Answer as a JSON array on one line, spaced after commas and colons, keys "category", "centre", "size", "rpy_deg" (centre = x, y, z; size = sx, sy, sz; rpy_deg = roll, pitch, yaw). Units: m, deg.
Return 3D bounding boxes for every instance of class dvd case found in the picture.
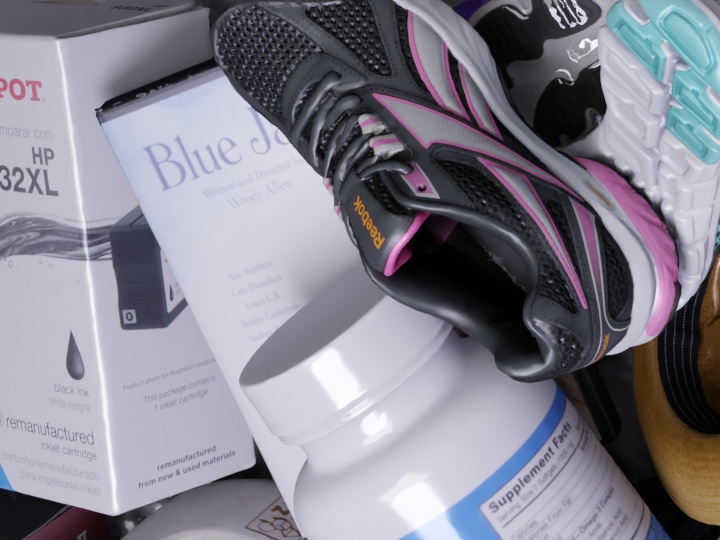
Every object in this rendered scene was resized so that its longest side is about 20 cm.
[{"category": "dvd case", "centre": [0.000, 0.000, 1.168], "size": [0.142, 0.018, 0.201], "rpy_deg": [-20, 106, 20]}]

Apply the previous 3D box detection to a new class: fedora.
[{"category": "fedora", "centre": [0.178, 0.010, 1.127], "size": [0.082, 0.201, 0.201], "rpy_deg": [14, 116, -21]}]

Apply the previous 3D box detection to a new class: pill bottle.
[{"category": "pill bottle", "centre": [0.044, 0.096, 1.126], "size": [0.112, 0.112, 0.200], "rpy_deg": [-31, 103, 28]}]

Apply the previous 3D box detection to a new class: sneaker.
[{"category": "sneaker", "centre": [0.020, -0.036, 1.066], "size": [0.200, 0.086, 0.081], "rpy_deg": [36, 127, 17]}, {"category": "sneaker", "centre": [0.129, -0.055, 1.094], "size": [0.078, 0.091, 0.200], "rpy_deg": [46, 156, 13]}, {"category": "sneaker", "centre": [0.030, -0.064, 1.190], "size": [0.199, 0.083, 0.081], "rpy_deg": [-23, 106, 20]}]

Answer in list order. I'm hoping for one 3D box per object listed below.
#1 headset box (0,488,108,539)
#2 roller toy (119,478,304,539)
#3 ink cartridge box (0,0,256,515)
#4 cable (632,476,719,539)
[{"category": "headset box", "centre": [-0.187, 0.178, 1.359], "size": [0.148, 0.075, 0.201], "rpy_deg": [3, 108, 27]}, {"category": "roller toy", "centre": [-0.047, 0.188, 1.267], "size": [0.200, 0.140, 0.183], "rpy_deg": [-26, 98, 38]}, {"category": "ink cartridge box", "centre": [-0.129, -0.012, 1.258], "size": [0.145, 0.084, 0.201], "rpy_deg": [9, 109, 46]}, {"category": "cable", "centre": [0.173, 0.149, 1.186], "size": [0.199, 0.051, 0.164], "rpy_deg": [-19, 78, 20]}]
